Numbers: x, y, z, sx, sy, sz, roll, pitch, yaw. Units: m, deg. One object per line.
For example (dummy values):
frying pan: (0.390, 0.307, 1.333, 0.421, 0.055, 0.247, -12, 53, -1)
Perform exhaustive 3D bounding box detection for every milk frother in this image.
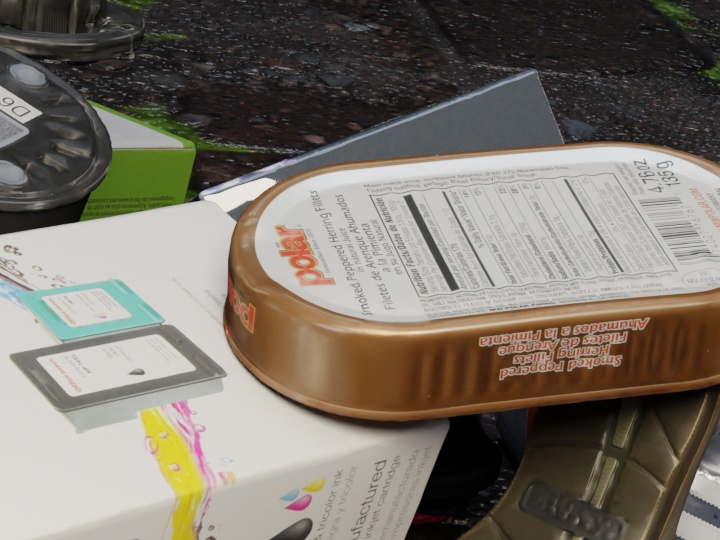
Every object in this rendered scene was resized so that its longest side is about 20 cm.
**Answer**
milk frother: (-0.170, -0.011, 0.903, 0.199, 0.189, 0.180, -13, 47, -47)

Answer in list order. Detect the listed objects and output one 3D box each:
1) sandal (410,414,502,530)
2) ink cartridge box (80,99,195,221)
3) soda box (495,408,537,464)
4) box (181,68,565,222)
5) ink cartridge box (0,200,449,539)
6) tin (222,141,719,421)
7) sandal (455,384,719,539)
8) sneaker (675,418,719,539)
sandal: (0.024, 0.086, 1.014, 0.075, 0.045, 0.200, 17, 7, 4)
ink cartridge box: (-0.207, -0.052, 1.169, 0.147, 0.076, 0.200, 22, 16, 30)
soda box: (0.121, 0.087, 1.000, 0.063, 0.070, 0.200, 4, 21, -16)
box: (0.000, 0.000, 0.959, 0.148, 0.108, 0.200, -21, 2, -14)
ink cartridge box: (-0.104, 0.085, 0.767, 0.199, 0.147, 0.146, -12, 42, -43)
tin: (0.051, -0.001, 0.771, 0.199, 0.042, 0.112, -6, 31, -14)
sandal: (0.071, 0.103, 0.801, 0.081, 0.201, 0.055, 25, -7, 31)
sneaker: (0.108, 0.078, 0.862, 0.199, 0.109, 0.070, -29, -5, -4)
